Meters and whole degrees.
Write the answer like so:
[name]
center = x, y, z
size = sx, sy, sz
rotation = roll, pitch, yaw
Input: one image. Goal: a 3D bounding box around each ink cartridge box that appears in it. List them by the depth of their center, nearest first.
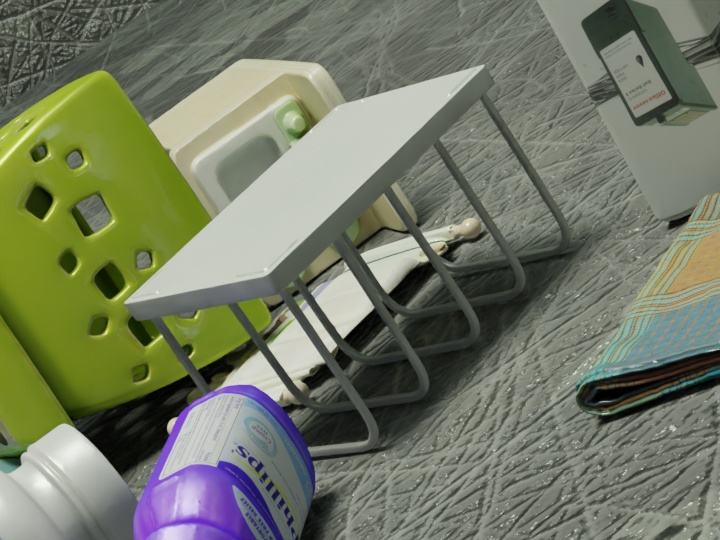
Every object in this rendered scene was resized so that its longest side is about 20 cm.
[ink cartridge box]
center = 0.170, -0.151, 1.365
size = 0.084, 0.200, 0.146
rotation = -21, 19, 30

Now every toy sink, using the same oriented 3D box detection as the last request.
[toy sink]
center = -0.065, -0.061, 1.705
size = 0.112, 0.131, 0.200
rotation = -37, 16, -12

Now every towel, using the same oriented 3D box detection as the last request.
[towel]
center = 0.193, -0.005, 1.207
size = 0.146, 0.022, 0.200
rotation = -22, 19, 36

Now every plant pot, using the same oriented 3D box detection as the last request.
[plant pot]
center = -0.208, 0.013, 1.592
size = 0.181, 0.200, 0.199
rotation = -36, 8, -25

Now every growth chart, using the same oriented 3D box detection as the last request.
[growth chart]
center = -0.027, 0.035, 1.543
size = 0.200, 0.018, 0.145
rotation = -44, 18, -34

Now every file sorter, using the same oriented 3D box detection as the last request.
[file sorter]
center = 0.000, 0.000, 1.389
size = 0.139, 0.125, 0.200
rotation = -12, 27, 52

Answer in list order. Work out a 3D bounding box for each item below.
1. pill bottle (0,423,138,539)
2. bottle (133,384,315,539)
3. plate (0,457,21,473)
[pill bottle]
center = -0.211, 0.174, 1.312
size = 0.200, 0.112, 0.112
rotation = -39, 16, -19
[bottle]
center = -0.071, 0.130, 1.213
size = 0.065, 0.084, 0.200
rotation = -28, 15, 18
[plate]
center = -0.243, 0.147, 1.495
size = 0.199, 0.026, 0.200
rotation = -11, 11, 2
